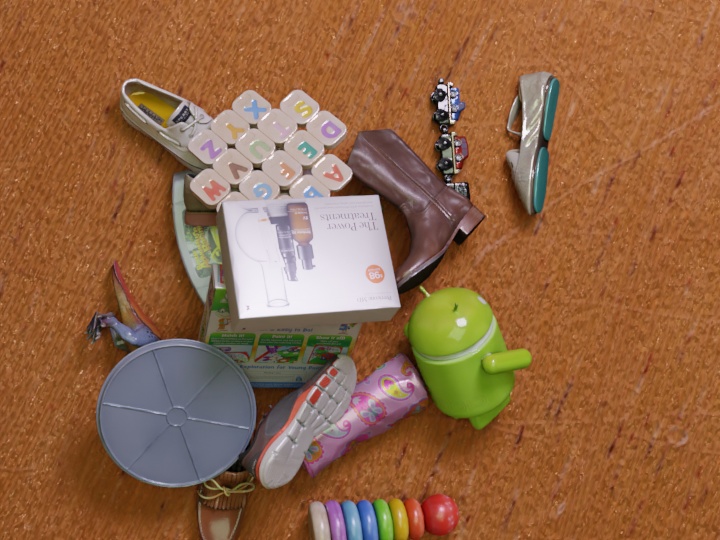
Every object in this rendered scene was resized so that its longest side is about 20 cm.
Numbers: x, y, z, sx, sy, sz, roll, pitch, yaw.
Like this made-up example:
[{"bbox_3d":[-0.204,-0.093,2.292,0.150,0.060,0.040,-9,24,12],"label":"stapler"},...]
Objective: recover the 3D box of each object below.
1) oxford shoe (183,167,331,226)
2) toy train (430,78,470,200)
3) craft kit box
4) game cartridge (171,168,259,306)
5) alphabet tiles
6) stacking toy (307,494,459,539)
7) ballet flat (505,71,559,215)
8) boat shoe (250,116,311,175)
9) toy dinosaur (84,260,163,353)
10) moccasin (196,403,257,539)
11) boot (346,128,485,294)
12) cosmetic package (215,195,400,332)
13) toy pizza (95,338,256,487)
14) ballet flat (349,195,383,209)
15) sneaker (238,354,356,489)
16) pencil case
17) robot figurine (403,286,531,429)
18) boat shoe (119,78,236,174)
[{"bbox_3d":[-0.137,-0.102,1.596,0.199,0.071,0.074,-5,101,11],"label":"oxford shoe"},{"bbox_3d":[0.126,-0.163,1.698,0.046,0.034,0.201,-5,87,-8],"label":"toy train"},{"bbox_3d":[-0.103,0.075,1.576,0.199,0.198,0.049,2,50,-16],"label":"craft kit box"},{"bbox_3d":[-0.179,-0.046,1.667,0.132,0.041,0.201,-16,87,-1],"label":"game cartridge"},{"bbox_3d":[-0.117,-0.142,1.580,0.195,0.015,0.200,41,74,20],"label":"alphabet tiles"},{"bbox_3d":[0.034,0.335,1.637,0.199,0.085,0.086,-6,87,-9],"label":"stacking toy"},{"bbox_3d":[0.230,-0.173,1.702,0.062,0.067,0.201,6,81,24],"label":"ballet flat"},{"bbox_3d":[-0.085,-0.118,1.662,0.068,0.072,0.201,-35,97,-46],"label":"boat shoe"},{"bbox_3d":[-0.264,0.106,1.628,0.181,0.105,0.201,23,74,-21],"label":"toy dinosaur"},{"bbox_3d":[-0.171,0.263,1.625,0.073,0.078,0.202,16,85,-3],"label":"moccasin"},{"bbox_3d":[0.039,-0.085,1.629,0.200,0.064,0.186,43,55,7],"label":"boot"},{"bbox_3d":[-0.063,-0.010,1.487,0.199,0.052,0.152,-4,70,-18],"label":"cosmetic package"},{"bbox_3d":[-0.231,0.178,1.567,0.199,0.032,0.201,-3,107,-9],"label":"toy pizza"},{"bbox_3d":[0.000,0.000,1.659,0.070,0.067,0.201,6,84,4],"label":"ballet flat"},{"bbox_3d":[-0.085,0.178,1.574,0.200,0.082,0.077,-50,135,-23],"label":"sneaker"},{"bbox_3d":[-0.007,0.189,1.640,0.199,0.087,0.088,-30,89,-5],"label":"pencil case"},{"bbox_3d":[0.131,0.108,1.611,0.116,0.175,0.201,-38,124,-22],"label":"robot figurine"},{"bbox_3d":[-0.232,-0.191,1.639,0.200,0.070,0.071,33,71,9],"label":"boat shoe"}]
